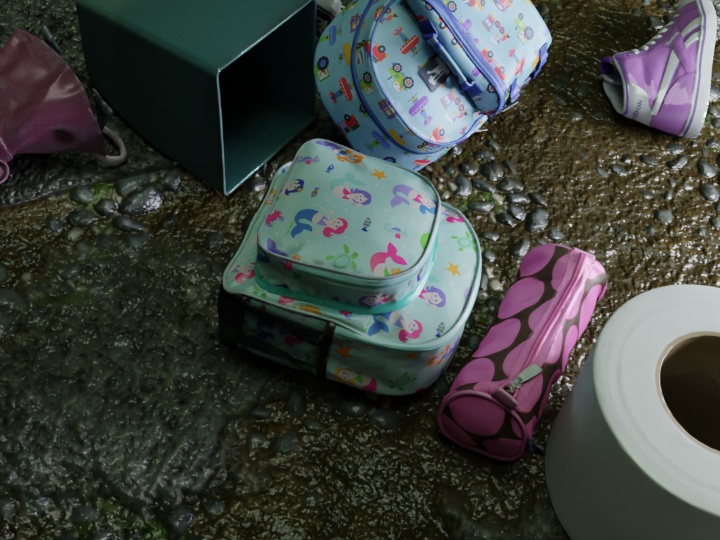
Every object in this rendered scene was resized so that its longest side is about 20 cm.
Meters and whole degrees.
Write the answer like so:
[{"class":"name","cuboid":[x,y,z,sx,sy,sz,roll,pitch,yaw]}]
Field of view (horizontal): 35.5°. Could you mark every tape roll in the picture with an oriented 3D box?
[{"class":"tape roll","cuboid":[0.254,0.131,0.863,0.199,0.140,0.205,5,50,-6]}]

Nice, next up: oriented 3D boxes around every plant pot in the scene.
[{"class":"plant pot","cuboid":[-0.162,-0.200,1.053,0.198,0.142,0.141,28,51,21]}]

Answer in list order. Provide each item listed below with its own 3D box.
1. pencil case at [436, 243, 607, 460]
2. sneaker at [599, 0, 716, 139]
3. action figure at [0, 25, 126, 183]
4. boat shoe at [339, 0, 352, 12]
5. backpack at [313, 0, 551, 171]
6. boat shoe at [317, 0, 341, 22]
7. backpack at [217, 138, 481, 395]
[{"class":"pencil case","cuboid":[0.140,0.061,0.927,0.090,0.094,0.201,25,51,10]},{"class":"sneaker","cuboid":[0.319,-0.236,1.212,0.113,0.073,0.202,14,51,5]},{"class":"action figure","cuboid":[-0.329,-0.118,0.992,0.200,0.149,0.134,-41,61,-13]},{"class":"boat shoe","cuboid":[-0.026,-0.334,1.217,0.070,0.064,0.200,-26,61,-27]},{"class":"backpack","cuboid":[0.061,-0.198,1.064,0.200,0.134,0.183,-47,111,-28]},{"class":"boat shoe","cuboid":[-0.118,-0.281,1.172,0.197,0.071,0.065,15,90,7]},{"class":"backpack","cuboid":[0.000,0.000,0.922,0.198,0.151,0.179,23,50,2]}]
